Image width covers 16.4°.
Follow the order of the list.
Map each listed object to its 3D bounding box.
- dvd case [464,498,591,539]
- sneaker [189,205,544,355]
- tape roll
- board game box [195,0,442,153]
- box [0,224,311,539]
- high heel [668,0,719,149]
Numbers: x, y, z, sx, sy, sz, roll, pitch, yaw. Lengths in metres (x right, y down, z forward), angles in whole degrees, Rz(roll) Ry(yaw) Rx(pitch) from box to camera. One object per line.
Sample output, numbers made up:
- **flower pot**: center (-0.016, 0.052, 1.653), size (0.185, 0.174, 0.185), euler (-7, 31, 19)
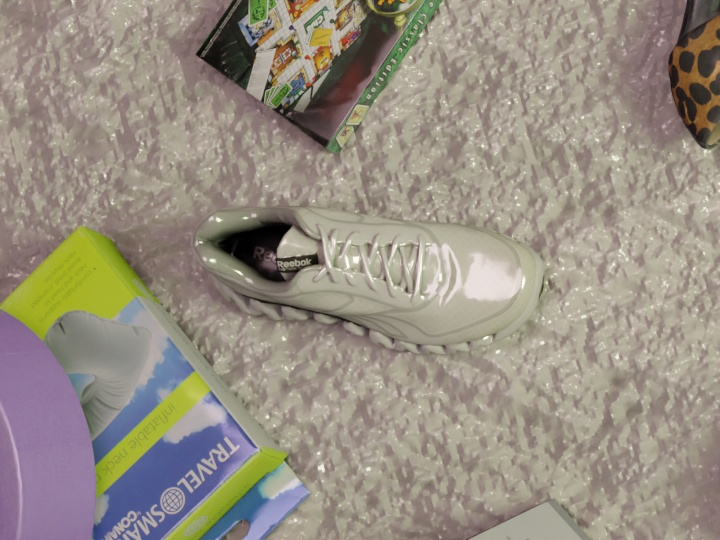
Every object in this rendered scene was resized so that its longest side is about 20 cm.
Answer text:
- **dvd case**: center (0.081, 0.200, 1.239), size (0.150, 0.199, 0.025), euler (48, 129, 21)
- **sneaker**: center (0.000, 0.000, 1.360), size (0.199, 0.081, 0.076), euler (5, 79, 19)
- **tape roll**: center (-0.243, 0.117, 1.398), size (0.199, 0.065, 0.202), euler (2, 93, 35)
- **board game box**: center (0.002, -0.177, 1.424), size (0.105, 0.023, 0.200), euler (37, 94, 24)
- **box**: center (-0.134, 0.088, 1.408), size (0.122, 0.048, 0.200), euler (-44, 68, 7)
- **high heel**: center (0.257, -0.130, 1.294), size (0.199, 0.071, 0.144), euler (2, 75, 35)
